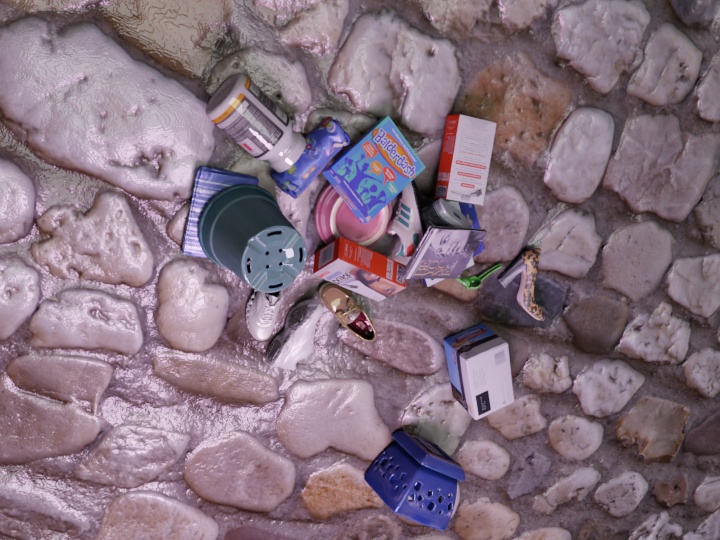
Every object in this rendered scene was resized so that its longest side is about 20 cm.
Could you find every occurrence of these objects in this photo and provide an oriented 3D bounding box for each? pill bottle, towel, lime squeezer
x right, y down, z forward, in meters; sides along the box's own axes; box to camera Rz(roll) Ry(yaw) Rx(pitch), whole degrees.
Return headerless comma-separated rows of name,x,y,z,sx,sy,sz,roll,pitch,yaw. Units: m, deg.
pill bottle,-0.215,-0.304,1.500,0.117,0.116,0.200,-49,121,1
towel,-0.311,-0.123,1.590,0.144,0.024,0.202,7,109,-28
lime squeezer,0.293,0.022,1.886,0.199,0.038,0.071,-5,147,-40

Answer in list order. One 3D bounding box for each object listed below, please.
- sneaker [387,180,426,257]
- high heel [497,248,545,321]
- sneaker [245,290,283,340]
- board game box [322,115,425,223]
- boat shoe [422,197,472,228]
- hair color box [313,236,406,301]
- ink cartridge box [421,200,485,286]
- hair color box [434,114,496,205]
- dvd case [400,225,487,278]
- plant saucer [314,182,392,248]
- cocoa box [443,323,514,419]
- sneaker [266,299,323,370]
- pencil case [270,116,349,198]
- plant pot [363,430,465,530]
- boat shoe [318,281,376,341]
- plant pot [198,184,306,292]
sneaker,0.103,-0.128,1.718,0.092,0.070,0.202,-13,84,15
high heel,0.486,0.040,1.974,0.142,0.071,0.200,-44,112,5
sneaker,-0.219,0.077,1.675,0.074,0.081,0.202,1,111,-26
board game box,0.033,-0.230,1.640,0.200,0.045,0.152,-45,107,-16
boat shoe,0.220,-0.105,1.755,0.067,0.072,0.199,-31,144,23
hair color box,0.000,0.000,1.709,0.199,0.111,0.065,22,58,-30
ink cartridge box,0.225,-0.086,1.829,0.199,0.041,0.201,-27,118,-13
hair color box,0.253,-0.266,1.736,0.110,0.064,0.202,6,95,-26
dvd case,0.202,-0.040,1.715,0.199,0.016,0.149,1,129,-41
plant saucer,-0.010,-0.132,1.700,0.199,0.051,0.203,-9,114,-21
cocoa box,0.323,0.274,1.964,0.132,0.131,0.202,-20,117,-16
sneaker,-0.143,0.159,1.753,0.099,0.078,0.201,27,107,-37
pencil case,-0.106,-0.249,1.590,0.200,0.087,0.078,-45,141,0
plant pot,0.158,0.568,1.979,0.199,0.200,0.181,28,90,-30
boat shoe,-0.025,0.104,1.778,0.074,0.066,0.200,-47,121,-1
plant pot,-0.219,-0.059,1.534,0.199,0.196,0.202,-14,119,-27
